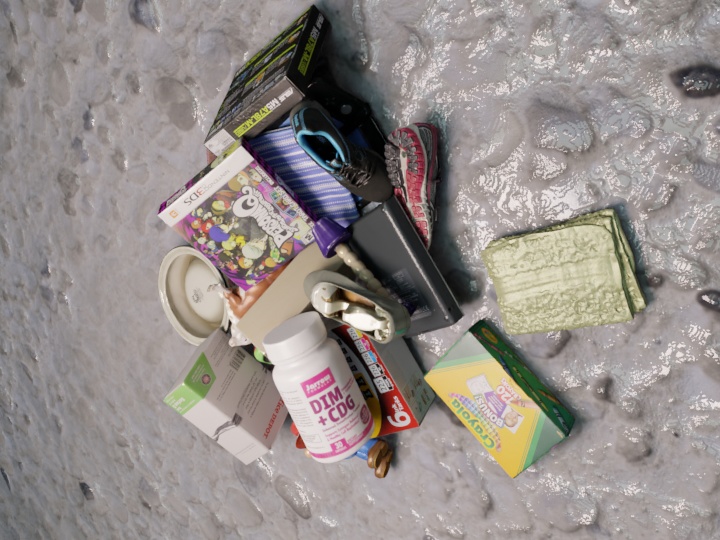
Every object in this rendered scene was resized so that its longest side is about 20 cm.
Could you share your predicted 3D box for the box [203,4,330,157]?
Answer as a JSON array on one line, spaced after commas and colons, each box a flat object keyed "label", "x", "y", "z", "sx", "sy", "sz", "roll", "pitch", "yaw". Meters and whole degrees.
[{"label": "box", "x": -0.143, "y": -0.285, "z": 0.934, "sx": 0.198, "sy": 0.196, "sz": 0.047, "roll": -26, "pitch": 127, "yaw": 36}]

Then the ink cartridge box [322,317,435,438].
[{"label": "ink cartridge box", "x": -0.002, "y": 0.169, "z": 1.012, "sx": 0.174, "sy": 0.084, "sz": 0.203, "roll": -25, "pitch": 101, "yaw": 36}]

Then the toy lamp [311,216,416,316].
[{"label": "toy lamp", "x": 0.000, "y": 0.000, "z": 0.927, "sx": 0.200, "sy": 0.058, "sz": 0.059, "roll": 47, "pitch": 124, "yaw": 15}]

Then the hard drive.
[{"label": "hard drive", "x": 0.060, "y": 0.000, "z": 0.929, "sx": 0.203, "sy": 0.033, "sz": 0.139, "roll": 59, "pitch": 149, "yaw": -3}]

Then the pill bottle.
[{"label": "pill bottle", "x": -0.065, "y": 0.174, "z": 0.924, "sx": 0.112, "sy": 0.113, "sz": 0.203, "roll": -14, "pitch": 108, "yaw": 35}]

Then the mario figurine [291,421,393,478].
[{"label": "mario figurine", "x": -0.046, "y": 0.320, "z": 1.091, "sx": 0.196, "sy": 0.105, "sz": 0.126, "roll": 14, "pitch": 115, "yaw": 31}]

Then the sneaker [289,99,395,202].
[{"label": "sneaker", "x": -0.025, "y": -0.153, "z": 0.881, "sx": 0.198, "sy": 0.083, "sz": 0.073, "roll": 35, "pitch": 117, "yaw": -26}]

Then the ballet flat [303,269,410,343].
[{"label": "ballet flat", "x": -0.020, "y": 0.049, "z": 0.885, "sx": 0.197, "sy": 0.063, "sz": 0.069, "roll": 20, "pitch": 115, "yaw": 31}]

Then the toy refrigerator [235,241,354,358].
[{"label": "toy refrigerator", "x": -0.103, "y": 0.048, "z": 1.002, "sx": 0.075, "sy": 0.070, "sz": 0.201, "roll": 36, "pitch": 80, "yaw": 25}]

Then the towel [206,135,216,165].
[{"label": "towel", "x": -0.220, "y": -0.132, "z": 1.075, "sx": 0.144, "sy": 0.023, "sz": 0.201, "roll": 46, "pitch": 151, "yaw": 16}]

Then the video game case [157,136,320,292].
[{"label": "video game case", "x": -0.183, "y": -0.080, "z": 0.961, "sx": 0.179, "sy": 0.036, "sz": 0.200, "roll": -33, "pitch": 124, "yaw": 17}]

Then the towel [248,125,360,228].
[{"label": "towel", "x": -0.090, "y": -0.132, "z": 0.969, "sx": 0.141, "sy": 0.024, "sz": 0.202, "roll": -7, "pitch": 129, "yaw": 21}]

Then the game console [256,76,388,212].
[{"label": "game console", "x": -0.064, "y": -0.170, "z": 0.955, "sx": 0.198, "sy": 0.174, "sz": 0.119, "roll": -32, "pitch": 57, "yaw": 35}]

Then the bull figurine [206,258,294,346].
[{"label": "bull figurine", "x": -0.198, "y": 0.035, "z": 1.090, "sx": 0.120, "sy": 0.065, "sz": 0.202, "roll": 32, "pitch": 97, "yaw": -21}]

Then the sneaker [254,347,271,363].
[{"label": "sneaker", "x": -0.119, "y": 0.090, "z": 1.105, "sx": 0.083, "sy": 0.077, "sz": 0.202, "roll": 27, "pitch": 117, "yaw": -16}]

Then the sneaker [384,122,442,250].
[{"label": "sneaker", "x": 0.088, "y": -0.113, "z": 0.898, "sx": 0.080, "sy": 0.074, "sz": 0.204, "roll": 24, "pitch": 129, "yaw": 37}]

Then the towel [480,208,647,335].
[{"label": "towel", "x": 0.270, "y": 0.010, "z": 0.831, "sx": 0.197, "sy": 0.036, "sz": 0.152, "roll": -16, "pitch": 96, "yaw": 35}]

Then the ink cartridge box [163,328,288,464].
[{"label": "ink cartridge box", "x": -0.235, "y": 0.232, "z": 1.127, "sx": 0.200, "sy": 0.147, "sz": 0.084, "roll": 43, "pitch": 126, "yaw": -14}]

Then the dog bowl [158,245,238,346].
[{"label": "dog bowl", "x": -0.304, "y": 0.042, "z": 1.201, "sx": 0.196, "sy": 0.073, "sz": 0.205, "roll": 11, "pitch": 111, "yaw": 30}]

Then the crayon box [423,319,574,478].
[{"label": "crayon box", "x": 0.204, "y": 0.190, "z": 0.915, "sx": 0.200, "sy": 0.058, "sz": 0.119, "roll": 47, "pitch": 124, "yaw": 13}]
